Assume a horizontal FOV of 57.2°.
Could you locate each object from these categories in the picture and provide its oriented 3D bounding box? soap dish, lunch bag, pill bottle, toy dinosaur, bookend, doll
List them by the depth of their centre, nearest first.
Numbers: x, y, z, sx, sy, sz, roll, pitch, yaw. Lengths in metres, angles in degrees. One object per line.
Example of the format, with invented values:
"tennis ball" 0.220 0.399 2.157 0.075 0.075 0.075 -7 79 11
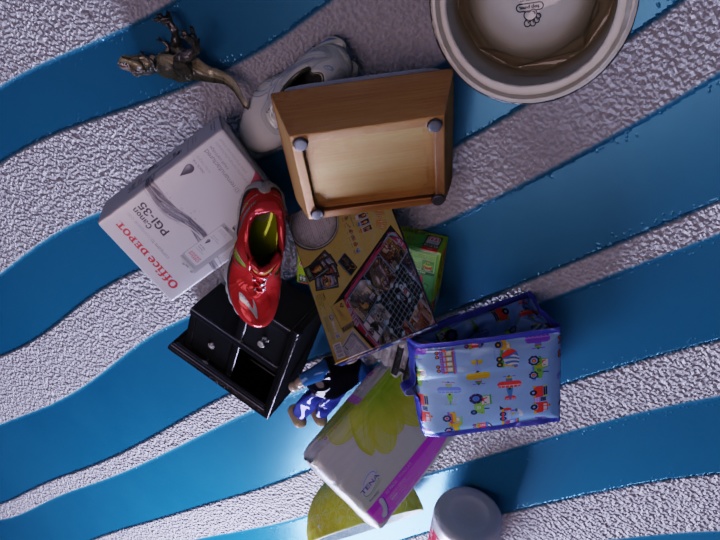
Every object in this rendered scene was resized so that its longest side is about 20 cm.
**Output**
"soap dish" 0.010 -0.137 0.746 0.197 0.082 0.158 -7 141 1
"toy dinosaur" -0.225 -0.270 0.834 0.198 0.048 0.089 20 139 20
"lunch bag" 0.150 0.135 0.853 0.197 0.094 0.152 -13 119 -6
"bookend" -0.171 0.083 0.988 0.197 0.092 0.201 33 130 10
"doll" -0.051 0.174 1.016 0.135 0.049 0.201 4 137 -30
"pill bottle" 0.164 0.466 1.092 0.111 0.113 0.202 14 124 14

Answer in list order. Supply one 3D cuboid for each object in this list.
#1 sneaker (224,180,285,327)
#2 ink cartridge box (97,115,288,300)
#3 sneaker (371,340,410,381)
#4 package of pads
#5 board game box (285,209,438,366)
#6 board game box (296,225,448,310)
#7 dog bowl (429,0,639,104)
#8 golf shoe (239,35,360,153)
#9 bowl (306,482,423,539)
"sneaker" -0.130 -0.009 0.827 0.076 0.085 0.203 -2 118 -15
"ink cartridge box" -0.216 -0.079 0.867 0.199 0.083 0.147 -36 117 4
"sneaker" 0.032 0.082 0.938 0.199 0.081 0.076 36 131 23
"package of pads" 0.030 0.248 0.968 0.155 0.200 0.068 46 163 -10
"board game box" 0.000 0.000 0.827 0.134 0.035 0.202 -22 76 7
"board game box" 0.013 -0.015 0.898 0.197 0.048 0.103 14 125 14
"dog bowl" 0.171 -0.275 0.656 0.197 0.074 0.203 10 123 16
"golf shoe" -0.094 -0.202 0.797 0.199 0.098 0.078 -34 105 36
"bowl" -0.004 0.372 1.093 0.199 0.199 0.109 -36 60 35
